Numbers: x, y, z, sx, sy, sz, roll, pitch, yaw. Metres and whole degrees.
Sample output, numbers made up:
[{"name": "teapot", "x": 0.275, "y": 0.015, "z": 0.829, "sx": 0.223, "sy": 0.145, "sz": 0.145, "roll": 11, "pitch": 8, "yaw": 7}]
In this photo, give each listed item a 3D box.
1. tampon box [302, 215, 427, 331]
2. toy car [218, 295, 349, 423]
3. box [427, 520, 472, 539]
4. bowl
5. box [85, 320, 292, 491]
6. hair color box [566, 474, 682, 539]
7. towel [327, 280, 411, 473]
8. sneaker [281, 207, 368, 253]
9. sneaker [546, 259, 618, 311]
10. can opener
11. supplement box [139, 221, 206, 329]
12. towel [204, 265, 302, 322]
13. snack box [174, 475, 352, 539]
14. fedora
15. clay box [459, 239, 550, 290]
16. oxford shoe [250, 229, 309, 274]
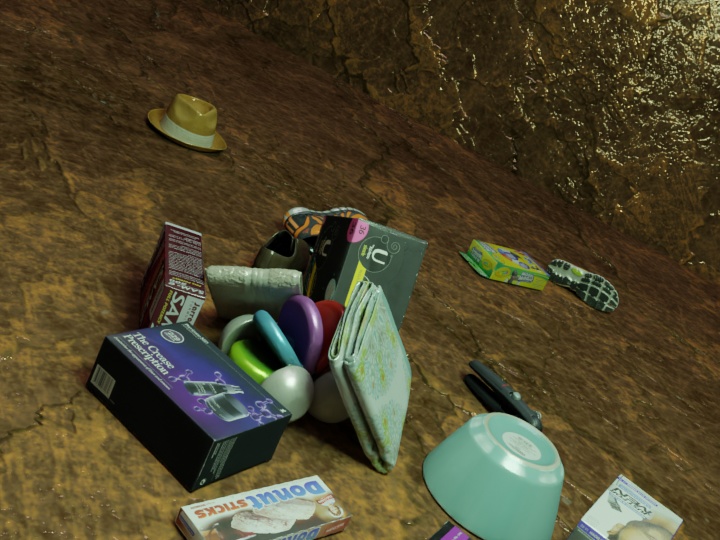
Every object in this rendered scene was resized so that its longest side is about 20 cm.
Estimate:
[{"name": "tampon box", "x": 0.000, "y": 0.000, "z": 1.472, "sx": 0.125, "sy": 0.151, "sz": 0.200, "roll": 18, "pitch": -2, "yaw": -18}, {"name": "toy car", "x": -0.082, "y": 0.105, "z": 1.214, "sx": 0.199, "sy": 0.151, "sz": 0.175, "roll": 7, "pitch": 28, "yaw": -40}, {"name": "box", "x": 0.140, "y": 0.378, "z": 0.997, "sx": 0.199, "sy": 0.036, "sz": 0.143, "roll": 34, "pitch": 23, "yaw": 22}, {"name": "bowl", "x": 0.195, "y": 0.268, "z": 1.219, "sx": 0.200, "sy": 0.106, "sz": 0.201, "roll": 22, "pitch": 20, "yaw": -9}, {"name": "box", "x": -0.203, "y": 0.153, "z": 1.069, "sx": 0.200, "sy": 0.079, "sz": 0.141, "roll": 37, "pitch": 21, "yaw": 25}, {"name": "hair color box", "x": 0.366, "y": 0.366, "z": 1.246, "sx": 0.109, "sy": 0.065, "sz": 0.200, "roll": 36, "pitch": 24, "yaw": 22}, {"name": "towel", "x": 0.017, "y": 0.138, "z": 1.193, "sx": 0.048, "sy": 0.201, "sz": 0.172, "roll": -8, "pitch": 33, "yaw": 20}, {"name": "sneaker", "x": -0.052, "y": -0.066, "z": 1.777, "sx": 0.199, "sy": 0.078, "sz": 0.112, "roll": -3, "pitch": 38, "yaw": -34}, {"name": "sneaker", "x": 0.565, "y": 0.029, "z": 2.253, "sx": 0.200, "sy": 0.077, "sz": 0.085, "roll": 36, "pitch": 18, "yaw": 23}, {"name": "can opener", "x": 0.226, "y": 0.208, "z": 1.453, "sx": 0.078, "sy": 0.064, "sz": 0.200, "roll": 13, "pitch": 25, "yaw": -29}, {"name": "supplement box", "x": -0.263, "y": 0.026, "z": 1.249, "sx": 0.061, "sy": 0.109, "sz": 0.200, "roll": 18, "pitch": 21, "yaw": -21}, {"name": "towel", "x": -0.146, "y": 0.038, "z": 1.274, "sx": 0.131, "sy": 0.035, "sz": 0.200, "roll": 2, "pitch": -18, "yaw": -1}, {"name": "snack box", "x": -0.101, "y": 0.271, "z": 0.980, "sx": 0.199, "sy": 0.024, "sz": 0.072, "roll": 0, "pitch": 31, "yaw": -48}, {"name": "fedora", "x": -0.376, "y": -0.339, "z": 2.004, "sx": 0.199, "sy": 0.082, "sz": 0.201, "roll": 22, "pitch": 22, "yaw": -9}, {"name": "clay box", "x": 0.340, "y": -0.015, "z": 2.129, "sx": 0.199, "sy": 0.048, "sz": 0.115, "roll": 13, "pitch": 24, "yaw": -33}, {"name": "oxford shoe", "x": -0.127, "y": -0.031, "z": 1.576, "sx": 0.072, "sy": 0.085, "sz": 0.200, "roll": 26, "pitch": 19, "yaw": 6}]
